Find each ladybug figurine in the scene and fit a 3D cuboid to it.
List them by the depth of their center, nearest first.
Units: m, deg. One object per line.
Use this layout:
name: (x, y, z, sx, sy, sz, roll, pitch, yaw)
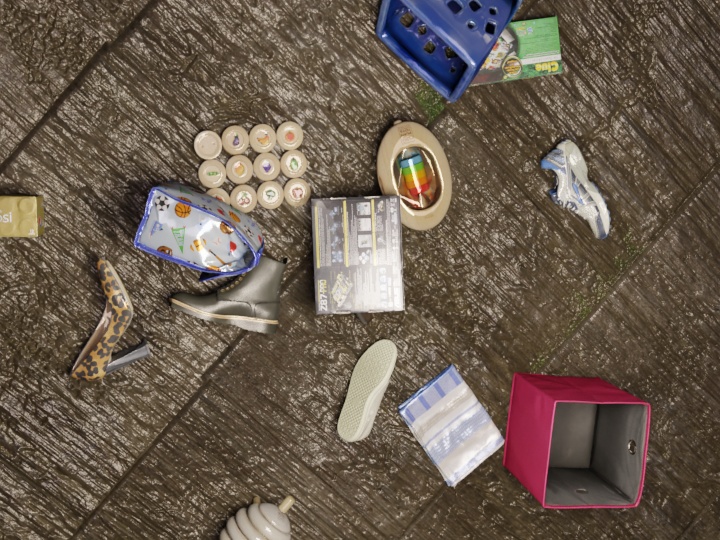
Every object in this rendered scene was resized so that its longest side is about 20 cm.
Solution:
ladybug figurine: (0.094, -0.174, 1.485, 0.133, 0.072, 0.204, -16, 100, -8)

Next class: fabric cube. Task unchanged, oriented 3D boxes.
fabric cube: (0.404, 0.317, 1.547, 0.196, 0.199, 0.201, 4, 96, -11)

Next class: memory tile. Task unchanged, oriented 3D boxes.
memory tile: (-0.191, -0.182, 1.455, 0.196, 0.017, 0.157, -8, 98, -10)

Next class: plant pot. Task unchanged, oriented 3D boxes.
plant pot: (0.158, -0.441, 1.393, 0.199, 0.200, 0.181, 40, 82, 0)

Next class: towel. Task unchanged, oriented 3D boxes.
towel: (0.179, 0.304, 1.589, 0.146, 0.024, 0.201, -36, 102, -6)

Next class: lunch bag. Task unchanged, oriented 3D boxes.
lunch bag: (-0.259, -0.060, 1.367, 0.197, 0.170, 0.126, 20, 101, -7)

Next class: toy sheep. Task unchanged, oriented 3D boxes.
toy sheep: (-0.191, 0.487, 1.481, 0.137, 0.138, 0.201, 36, 89, -13)

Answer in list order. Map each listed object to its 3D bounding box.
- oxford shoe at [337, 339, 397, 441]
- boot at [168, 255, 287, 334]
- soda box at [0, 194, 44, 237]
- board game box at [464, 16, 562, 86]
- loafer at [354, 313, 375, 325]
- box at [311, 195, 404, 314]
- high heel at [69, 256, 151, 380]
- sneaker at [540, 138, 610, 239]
oxford shoe: (0.017, 0.226, 1.532, 0.058, 0.074, 0.203, 30, 81, -54)
boot: (-0.232, 0.025, 1.451, 0.197, 0.077, 0.141, 13, 89, -25)
soda box: (-0.632, -0.092, 1.352, 0.196, 0.064, 0.069, -1, 97, -12)
board game box: (0.278, -0.407, 1.519, 0.196, 0.023, 0.107, -9, 96, -10)
loafer: (0.000, 0.000, 1.487, 0.070, 0.073, 0.204, -15, 100, -7)
box: (-0.004, -0.027, 1.428, 0.158, 0.049, 0.204, -3, 90, -2)
high heel: (-0.459, 0.089, 1.404, 0.140, 0.071, 0.203, -22, 110, -15)
sneaker: (0.407, -0.144, 1.561, 0.084, 0.077, 0.202, -28, 95, 4)
